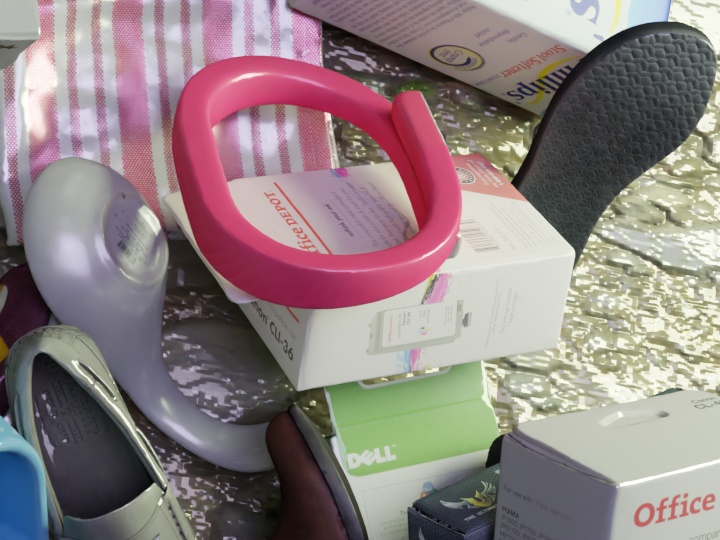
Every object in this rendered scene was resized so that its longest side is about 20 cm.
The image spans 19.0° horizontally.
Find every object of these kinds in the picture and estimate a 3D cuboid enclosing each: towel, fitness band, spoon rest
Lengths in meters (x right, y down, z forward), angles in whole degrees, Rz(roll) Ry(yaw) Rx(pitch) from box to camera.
[{"bbox_3d":[-0.108,-0.091,1.205,0.199,0.030,0.147,-4,81,-23],"label":"towel"},{"bbox_3d":[-0.025,-0.050,1.135,0.143,0.038,0.200,-2,39,-14],"label":"fitness band"},{"bbox_3d":[-0.114,0.028,1.147,0.200,0.061,0.099,55,36,-19],"label":"spoon rest"}]

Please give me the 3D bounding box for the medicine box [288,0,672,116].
[{"bbox_3d":[0.082,-0.212,1.253,0.200,0.103,0.183,21,71,-24],"label":"medicine box"}]

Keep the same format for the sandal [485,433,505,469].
[{"bbox_3d":[0.127,0.140,1.233,0.200,0.048,0.076,31,56,-42],"label":"sandal"}]

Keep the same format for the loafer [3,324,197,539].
[{"bbox_3d":[-0.123,0.122,1.060,0.070,0.070,0.200,-26,94,-2],"label":"loafer"}]

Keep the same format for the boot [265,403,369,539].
[{"bbox_3d":[-0.087,0.183,1.126,0.199,0.068,0.189,-15,96,0],"label":"boot"}]

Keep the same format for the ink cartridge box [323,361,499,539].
[{"bbox_3d":[0.028,0.132,1.203,0.104,0.059,0.201,-9,84,-24],"label":"ink cartridge box"}]

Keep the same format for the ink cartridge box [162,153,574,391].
[{"bbox_3d":[0.000,0.000,1.168,0.199,0.117,0.068,-7,124,-24],"label":"ink cartridge box"}]

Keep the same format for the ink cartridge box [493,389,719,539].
[{"bbox_3d":[0.141,0.174,1.081,0.147,0.086,0.201,-9,111,-37],"label":"ink cartridge box"}]

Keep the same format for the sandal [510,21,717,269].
[{"bbox_3d":[0.127,-0.070,1.226,0.076,0.200,0.043,25,36,-18],"label":"sandal"}]

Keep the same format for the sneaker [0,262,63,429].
[{"bbox_3d":[-0.225,0.071,1.100,0.090,0.075,0.200,32,69,-20],"label":"sneaker"}]

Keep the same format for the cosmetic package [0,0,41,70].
[{"bbox_3d":[-0.229,-0.204,1.134,0.074,0.102,0.201,-3,80,-29],"label":"cosmetic package"}]

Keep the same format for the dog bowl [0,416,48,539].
[{"bbox_3d":[-0.198,0.148,1.036,0.111,0.049,0.201,-37,140,-42],"label":"dog bowl"}]

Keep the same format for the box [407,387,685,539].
[{"bbox_3d":[0.118,0.168,1.151,0.200,0.051,0.158,-21,117,-34],"label":"box"}]
